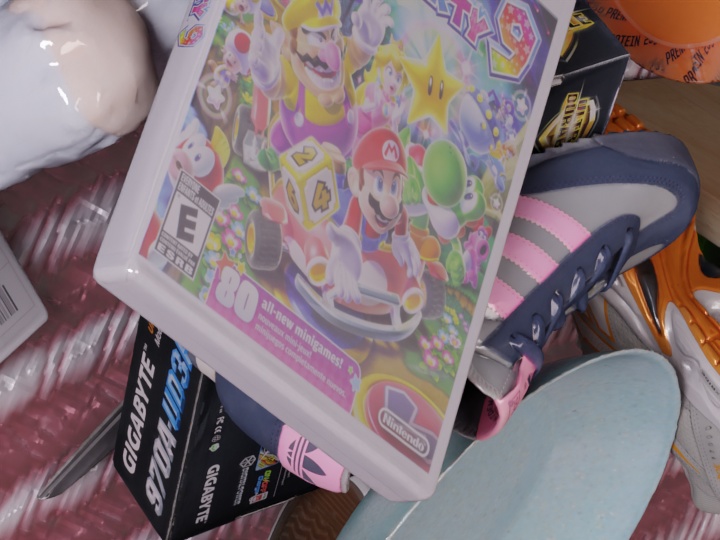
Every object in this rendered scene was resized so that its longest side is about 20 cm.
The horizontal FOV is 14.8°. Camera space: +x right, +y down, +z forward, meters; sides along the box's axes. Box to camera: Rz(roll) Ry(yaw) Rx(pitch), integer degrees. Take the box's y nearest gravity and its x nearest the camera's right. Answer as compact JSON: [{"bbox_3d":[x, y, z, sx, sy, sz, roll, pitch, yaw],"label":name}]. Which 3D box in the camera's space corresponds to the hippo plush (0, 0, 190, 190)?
[{"bbox_3d":[-0.158,-0.097,0.849,0.200,0.159,0.161,-29,107,15],"label":"hippo plush"}]

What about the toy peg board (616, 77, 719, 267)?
[{"bbox_3d":[0.201,0.002,1.182,0.199,0.200,0.098,-8,125,-42],"label":"toy peg board"}]

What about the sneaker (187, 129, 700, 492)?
[{"bbox_3d":[0.045,0.018,0.934,0.200,0.082,0.070,-23,145,-23],"label":"sneaker"}]

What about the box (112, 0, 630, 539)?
[{"bbox_3d":[0.000,0.000,0.991,0.159,0.046,0.200,-19,145,-28],"label":"box"}]

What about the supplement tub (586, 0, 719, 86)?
[{"bbox_3d":[0.177,-0.145,1.126,0.200,0.122,0.123,-29,121,-52],"label":"supplement tub"}]

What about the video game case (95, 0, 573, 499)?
[{"bbox_3d":[0.001,-0.051,0.843,0.143,0.018,0.200,39,57,-39],"label":"video game case"}]

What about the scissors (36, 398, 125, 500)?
[{"bbox_3d":[-0.053,0.015,1.063,0.200,0.014,0.073,-29,122,-33],"label":"scissors"}]

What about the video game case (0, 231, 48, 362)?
[{"bbox_3d":[-0.198,-0.015,0.914,0.143,0.018,0.200,-44,127,-25],"label":"video game case"}]

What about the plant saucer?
[{"bbox_3d":[0.037,0.100,1.012,0.201,0.039,0.201,-37,151,-25],"label":"plant saucer"}]

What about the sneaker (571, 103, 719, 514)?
[{"bbox_3d":[0.103,0.016,1.093,0.076,0.200,0.092,-19,150,-36],"label":"sneaker"}]

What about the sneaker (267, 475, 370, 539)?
[{"bbox_3d":[0.009,0.155,1.123,0.085,0.073,0.201,-24,129,-39],"label":"sneaker"}]

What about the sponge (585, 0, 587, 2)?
[{"bbox_3d":[0.066,-0.174,1.107,0.111,0.030,0.201,-9,107,-40],"label":"sponge"}]
